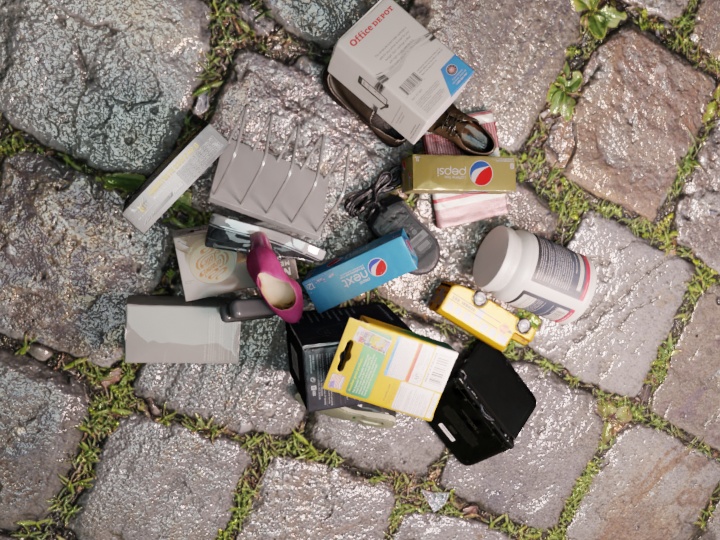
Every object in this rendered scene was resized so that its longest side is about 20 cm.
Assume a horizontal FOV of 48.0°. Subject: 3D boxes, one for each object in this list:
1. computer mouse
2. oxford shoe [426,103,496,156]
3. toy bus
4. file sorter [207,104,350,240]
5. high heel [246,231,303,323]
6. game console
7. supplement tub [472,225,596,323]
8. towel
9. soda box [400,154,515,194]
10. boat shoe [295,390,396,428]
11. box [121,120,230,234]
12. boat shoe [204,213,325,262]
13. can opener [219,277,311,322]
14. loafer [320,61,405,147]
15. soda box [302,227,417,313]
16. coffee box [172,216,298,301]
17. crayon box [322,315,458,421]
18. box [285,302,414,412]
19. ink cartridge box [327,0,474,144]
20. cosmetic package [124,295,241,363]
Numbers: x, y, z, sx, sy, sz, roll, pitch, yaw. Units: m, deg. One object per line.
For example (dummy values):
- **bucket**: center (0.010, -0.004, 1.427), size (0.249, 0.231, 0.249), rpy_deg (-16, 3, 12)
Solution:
- **computer mouse**: center (0.072, -0.081, 1.493), size (0.138, 0.053, 0.201), rpy_deg (-35, 97, -6)
- **oxford shoe**: center (0.159, -0.267, 1.439), size (0.199, 0.084, 0.073), rpy_deg (25, 94, -10)
- **toy bus**: center (0.236, 0.090, 1.552), size (0.199, 0.065, 0.079), rpy_deg (31, 86, -15)
- **file sorter**: center (-0.131, -0.169, 1.351), size (0.199, 0.139, 0.125), rpy_deg (19, 141, -17)
- **high heel**: center (-0.134, 0.036, 1.307), size (0.067, 0.096, 0.201), rpy_deg (-13, 131, 0)
- **game console**: center (0.231, 0.263, 1.619), size (0.175, 0.117, 0.200), rpy_deg (-30, 109, 25)
- **supplement tub**: center (0.328, 0.008, 1.525), size (0.199, 0.140, 0.141), rpy_deg (21, 96, -17)
- **towel**: center (0.195, -0.189, 1.514), size (0.143, 0.023, 0.201), rpy_deg (-12, 103, -9)
- **soda box**: center (0.175, -0.172, 1.455), size (0.199, 0.068, 0.065), rpy_deg (-1, 90, -15)
- **boat shoe**: center (-0.026, 0.246, 1.536), size (0.199, 0.072, 0.068), rpy_deg (15, 61, -10)
- **box**: center (-0.304, -0.157, 1.323), size (0.200, 0.158, 0.048), rpy_deg (-46, 108, 0)
- **boat shoe**: center (-0.159, -0.036, 1.346), size (0.199, 0.072, 0.068), rpy_deg (16, 93, -13)
- **can opener**: center (-0.163, 0.049, 1.415), size (0.199, 0.053, 0.067), rpy_deg (-2, 76, -51)
- **loafer**: center (0.017, -0.296, 1.419), size (0.200, 0.071, 0.073), rpy_deg (37, 91, -18)
- **soda box**: center (0.000, 0.000, 1.449), size (0.199, 0.064, 0.068), rpy_deg (-25, 104, 13)
- **coffee box**: center (-0.218, -0.027, 1.412), size (0.199, 0.080, 0.115), rpy_deg (-11, 104, -12)
- **crayon box**: center (0.045, 0.156, 1.321), size (0.199, 0.052, 0.126), rpy_deg (19, 97, -18)
- **box**: center (-0.021, 0.148, 1.436), size (0.195, 0.200, 0.125), rpy_deg (-7, 105, -12)
- **ink cartridge box**: center (0.066, -0.338, 1.365), size (0.200, 0.084, 0.146), rpy_deg (41, 66, 2)
- **cosmetic package**: center (-0.311, 0.103, 1.416), size (0.199, 0.090, 0.108), rpy_deg (5, 100, -12)
